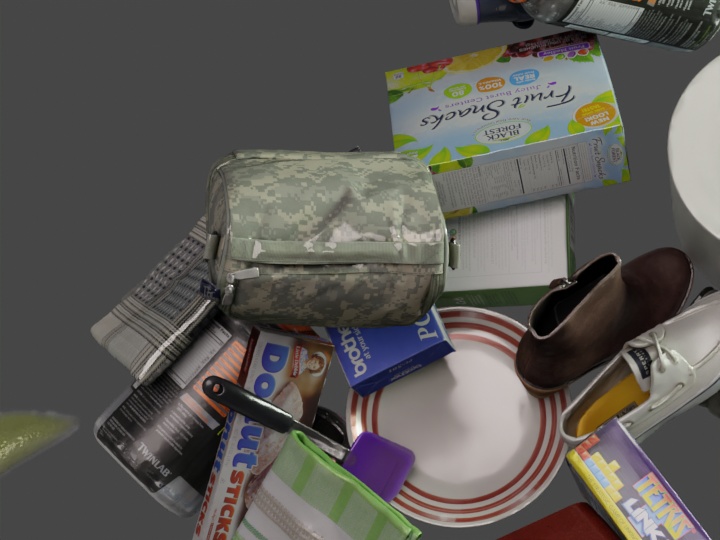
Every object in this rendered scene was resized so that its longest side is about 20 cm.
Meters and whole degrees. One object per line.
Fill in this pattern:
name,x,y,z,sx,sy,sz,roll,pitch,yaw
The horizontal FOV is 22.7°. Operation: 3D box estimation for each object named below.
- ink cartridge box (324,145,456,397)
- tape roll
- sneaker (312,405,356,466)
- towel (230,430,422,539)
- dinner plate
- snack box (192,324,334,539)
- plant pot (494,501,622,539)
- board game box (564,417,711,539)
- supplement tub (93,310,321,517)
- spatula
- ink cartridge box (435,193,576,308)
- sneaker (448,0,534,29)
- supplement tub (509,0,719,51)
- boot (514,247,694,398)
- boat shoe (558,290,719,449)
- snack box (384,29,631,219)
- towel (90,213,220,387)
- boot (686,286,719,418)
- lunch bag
ink cartridge box,0.000,0.000,1.573,0.094,0.044,0.201,-26,68,7
tape roll,0.365,-0.082,1.533,0.201,0.139,0.204,-4,72,11
sneaker,-0.024,0.205,1.546,0.078,0.095,0.201,-19,68,8
towel,-0.050,0.254,1.485,0.149,0.031,0.201,35,110,23
dinner plate,0.087,0.129,1.575,0.198,0.024,0.202,-1,68,3
snack box,-0.084,0.149,1.534,0.071,0.024,0.201,12,100,-24
plant pot,0.162,0.305,1.428,0.199,0.200,0.177,-25,59,3
board game box,0.250,0.228,1.441,0.057,0.165,0.200,-35,69,-2
supplement tub,-0.129,0.109,1.585,0.122,0.123,0.200,41,84,21
spatula,-0.046,0.138,1.509,0.199,0.021,0.057,28,87,-13
ink cartridge box,0.093,-0.023,1.613,0.198,0.059,0.105,-4,71,13
sneaker,0.143,-0.326,1.701,0.145,0.081,0.201,-11,66,-1
supplement tub,0.222,-0.270,1.592,0.199,0.122,0.123,9,71,-20
boot,0.214,0.025,1.507,0.200,0.167,0.072,-38,71,-13
boat shoe,0.248,0.084,1.508,0.200,0.070,0.071,-40,54,14
snack box,0.128,-0.130,1.596,0.198,0.068,0.169,-12,38,7
towel,-0.156,0.007,1.603,0.035,0.200,0.193,44,84,-19
boot,0.317,0.120,1.528,0.130,0.068,0.201,13,75,29
lunch bag,-0.031,-0.024,1.435,0.198,0.168,0.141,1,96,-9
